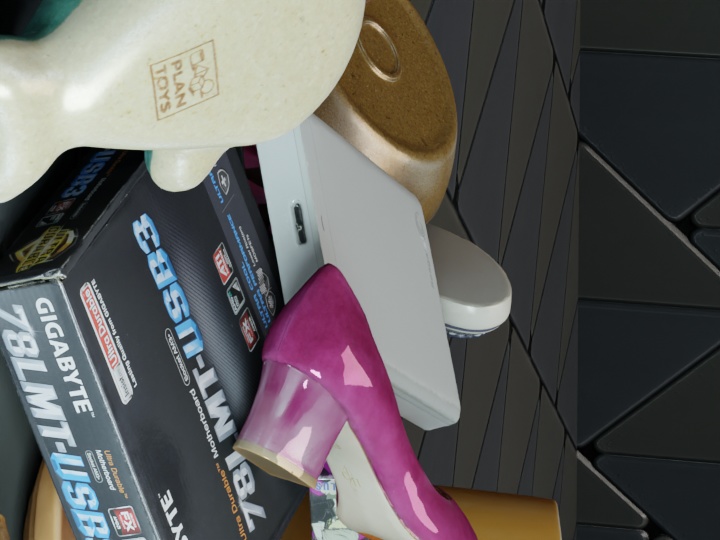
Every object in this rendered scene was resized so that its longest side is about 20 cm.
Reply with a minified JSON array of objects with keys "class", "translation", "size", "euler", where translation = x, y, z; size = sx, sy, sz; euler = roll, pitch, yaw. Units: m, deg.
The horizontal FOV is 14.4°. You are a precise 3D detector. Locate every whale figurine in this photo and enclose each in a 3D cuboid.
[{"class":"whale figurine","translation":[-0.094,-0.106,1.205],"size":[0.199,0.104,0.160],"euler":[-29,136,-25]}]

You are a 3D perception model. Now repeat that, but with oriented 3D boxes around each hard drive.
[{"class":"hard drive","translation":[0.000,0.000,1.461],"size":[0.200,0.026,0.133],"euler":[34,43,-67]}]

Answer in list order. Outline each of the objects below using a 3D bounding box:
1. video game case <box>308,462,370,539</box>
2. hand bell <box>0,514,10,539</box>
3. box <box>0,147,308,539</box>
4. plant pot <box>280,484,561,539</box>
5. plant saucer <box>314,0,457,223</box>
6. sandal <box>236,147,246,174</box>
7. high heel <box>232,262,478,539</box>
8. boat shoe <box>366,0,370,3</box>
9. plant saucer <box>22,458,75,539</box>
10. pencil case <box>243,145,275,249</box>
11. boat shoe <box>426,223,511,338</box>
[{"class":"video game case","translation":[-0.006,0.102,1.559],"size":[0.201,0.036,0.182],"euler":[-88,177,-46]},{"class":"hand bell","translation":[-0.148,0.197,1.163],"size":[0.104,0.103,0.201],"euler":[68,16,-68]},{"class":"box","translation":[-0.086,0.044,1.305],"size":[0.199,0.049,0.201],"euler":[-59,134,-58]},{"class":"plant pot","translation":[0.041,0.217,1.811],"size":[0.200,0.182,0.202],"euler":[-5,90,-87]},{"class":"plant saucer","translation":[-0.002,-0.120,1.633],"size":[0.200,0.035,0.201],"euler":[38,35,-34]},{"class":"sandal","translation":[-0.093,-0.061,1.407],"size":[0.048,0.075,0.202],"euler":[-14,110,-44]},{"class":"high heel","translation":[0.014,0.076,1.362],"size":[0.200,0.067,0.096],"euler":[36,74,-45]},{"class":"boat shoe","translation":[-0.028,-0.151,1.502],"size":[0.200,0.068,0.072],"euler":[-23,121,-54]},{"class":"plant saucer","translation":[-0.099,0.150,1.336],"size":[0.200,0.037,0.201],"euler":[39,44,-52]},{"class":"pencil case","translation":[-0.064,0.027,1.520],"size":[0.093,0.090,0.201],"euler":[-26,129,-37]},{"class":"boat shoe","translation":[0.008,0.019,1.674],"size":[0.074,0.200,0.093],"euler":[-16,122,-39]}]
